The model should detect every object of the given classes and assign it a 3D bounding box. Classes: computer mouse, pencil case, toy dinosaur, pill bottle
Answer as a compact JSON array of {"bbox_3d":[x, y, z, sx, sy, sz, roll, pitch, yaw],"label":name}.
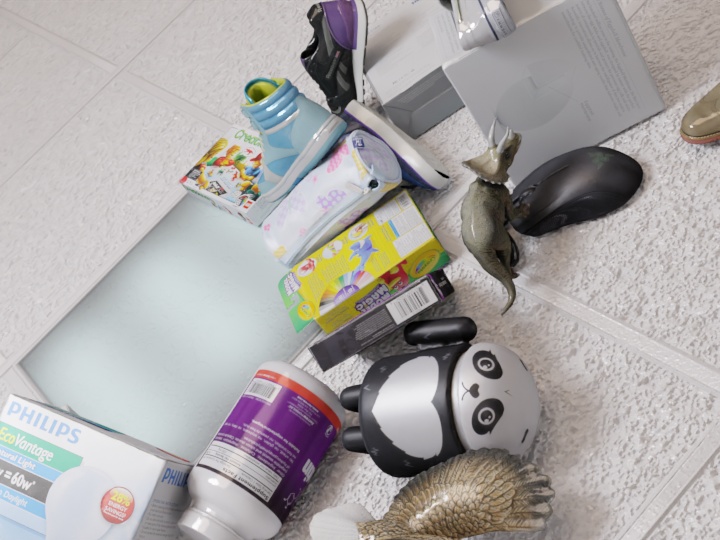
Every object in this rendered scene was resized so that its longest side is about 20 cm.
[{"bbox_3d":[0.218,-0.085,1.313,0.199,0.053,0.139,-24,39,18],"label":"computer mouse"},{"bbox_3d":[-0.037,-0.084,1.450,0.200,0.083,0.091,-40,46,32],"label":"pencil case"},{"bbox_3d":[0.135,-0.050,1.253,0.077,0.102,0.201,-3,64,35],"label":"toy dinosaur"},{"bbox_3d":[-0.107,0.203,1.235,0.112,0.113,0.201,9,58,44],"label":"pill bottle"}]

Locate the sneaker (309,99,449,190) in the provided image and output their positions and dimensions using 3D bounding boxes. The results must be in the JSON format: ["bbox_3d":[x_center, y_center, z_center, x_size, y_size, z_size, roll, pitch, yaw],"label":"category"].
[{"bbox_3d":[0.013,-0.117,1.511,0.200,0.080,0.147,43,105,36],"label":"sneaker"}]

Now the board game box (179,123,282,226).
[{"bbox_3d":[-0.168,-0.142,1.699,0.126,0.035,0.200,-49,39,-14],"label":"board game box"}]

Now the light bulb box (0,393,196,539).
[{"bbox_3d":[-0.303,0.261,1.225,0.197,0.125,0.201,19,80,15],"label":"light bulb box"}]

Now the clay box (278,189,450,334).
[{"bbox_3d":[0.000,0.000,1.408,0.199,0.048,0.115,-35,37,7],"label":"clay box"}]

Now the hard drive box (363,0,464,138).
[{"bbox_3d":[0.084,-0.291,1.612,0.155,0.077,0.200,-32,38,8],"label":"hard drive box"}]

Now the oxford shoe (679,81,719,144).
[{"bbox_3d":[0.422,-0.217,1.262,0.200,0.075,0.070,-39,38,0],"label":"oxford shoe"}]

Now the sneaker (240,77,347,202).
[{"bbox_3d":[-0.109,-0.173,1.473,0.080,0.130,0.200,-54,9,-36],"label":"sneaker"}]

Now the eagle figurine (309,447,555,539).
[{"bbox_3d":[0.063,0.243,1.028,0.200,0.150,0.152,-49,43,34],"label":"eagle figurine"}]

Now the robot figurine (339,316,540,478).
[{"bbox_3d":[0.076,0.137,1.140,0.199,0.151,0.125,-11,21,31],"label":"robot figurine"}]

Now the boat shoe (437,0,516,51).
[{"bbox_3d":[0.113,-0.317,1.287,0.066,0.074,0.201,-25,40,13],"label":"boat shoe"}]

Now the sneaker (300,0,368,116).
[{"bbox_3d":[-0.042,-0.273,1.599,0.087,0.201,0.076,-6,28,-14],"label":"sneaker"}]

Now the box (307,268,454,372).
[{"bbox_3d":[0.029,0.050,1.249,0.142,0.036,0.200,-32,-2,9],"label":"box"}]

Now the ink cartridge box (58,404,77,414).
[{"bbox_3d":[-0.362,0.279,1.389,0.147,0.083,0.200,-39,38,-1],"label":"ink cartridge box"}]

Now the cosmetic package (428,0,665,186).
[{"bbox_3d":[0.216,-0.242,1.353,0.199,0.200,0.123,-26,39,15],"label":"cosmetic package"}]
